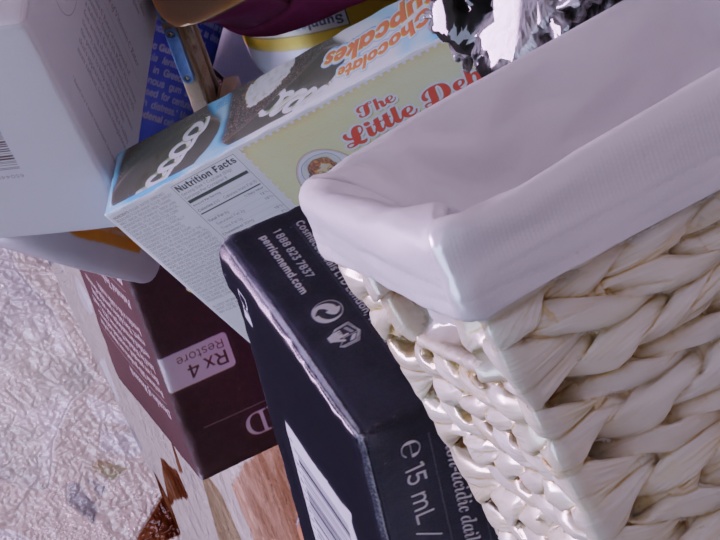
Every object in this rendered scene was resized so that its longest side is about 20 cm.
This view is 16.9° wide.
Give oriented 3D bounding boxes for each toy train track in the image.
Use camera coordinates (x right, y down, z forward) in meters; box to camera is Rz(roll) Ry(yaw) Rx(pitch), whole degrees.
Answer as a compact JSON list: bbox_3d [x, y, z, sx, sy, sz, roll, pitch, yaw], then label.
[{"bbox_3d":[-0.074,-0.132,0.994,0.115,0.032,0.201,-83,-18,-44],"label":"toy train track"}]

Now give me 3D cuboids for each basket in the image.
[{"bbox_3d":[0.106,-0.011,0.642,0.124,0.199,0.136,63,169,-14],"label":"basket"}]

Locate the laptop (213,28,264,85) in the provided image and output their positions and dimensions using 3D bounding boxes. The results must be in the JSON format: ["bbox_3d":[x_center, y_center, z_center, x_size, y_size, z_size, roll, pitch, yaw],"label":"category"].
[{"bbox_3d":[-0.068,-0.214,1.168,0.116,0.201,0.187,30,-173,-29],"label":"laptop"}]

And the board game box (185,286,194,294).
[{"bbox_3d":[0.000,0.000,1.105,0.165,0.057,0.200,30,-170,-11],"label":"board game box"}]

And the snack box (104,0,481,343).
[{"bbox_3d":[0.015,-0.037,0.914,0.116,0.199,0.037,43,-144,-33],"label":"snack box"}]

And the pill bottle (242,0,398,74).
[{"bbox_3d":[-0.008,-0.148,1.040,0.112,0.112,0.201,36,147,66],"label":"pill bottle"}]

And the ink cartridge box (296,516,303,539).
[{"bbox_3d":[0.084,0.170,1.112,0.201,0.161,0.050,66,161,7],"label":"ink cartridge box"}]

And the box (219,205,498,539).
[{"bbox_3d":[0.078,0.054,0.840,0.118,0.199,0.197,50,160,48],"label":"box"}]

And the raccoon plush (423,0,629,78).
[{"bbox_3d":[0.108,-0.115,0.737,0.200,0.133,0.097,-29,71,51],"label":"raccoon plush"}]

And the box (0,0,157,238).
[{"bbox_3d":[-0.145,-0.129,0.978,0.125,0.097,0.201,68,-159,-51],"label":"box"}]

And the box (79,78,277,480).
[{"bbox_3d":[-0.075,-0.023,1.413,0.164,0.165,0.201,39,151,61],"label":"box"}]

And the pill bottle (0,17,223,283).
[{"bbox_3d":[-0.123,-0.103,1.128,0.112,0.111,0.201,-167,93,-74],"label":"pill bottle"}]

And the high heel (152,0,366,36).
[{"bbox_3d":[0.021,-0.136,0.913,0.096,0.199,0.068,-22,-93,-63],"label":"high heel"}]
